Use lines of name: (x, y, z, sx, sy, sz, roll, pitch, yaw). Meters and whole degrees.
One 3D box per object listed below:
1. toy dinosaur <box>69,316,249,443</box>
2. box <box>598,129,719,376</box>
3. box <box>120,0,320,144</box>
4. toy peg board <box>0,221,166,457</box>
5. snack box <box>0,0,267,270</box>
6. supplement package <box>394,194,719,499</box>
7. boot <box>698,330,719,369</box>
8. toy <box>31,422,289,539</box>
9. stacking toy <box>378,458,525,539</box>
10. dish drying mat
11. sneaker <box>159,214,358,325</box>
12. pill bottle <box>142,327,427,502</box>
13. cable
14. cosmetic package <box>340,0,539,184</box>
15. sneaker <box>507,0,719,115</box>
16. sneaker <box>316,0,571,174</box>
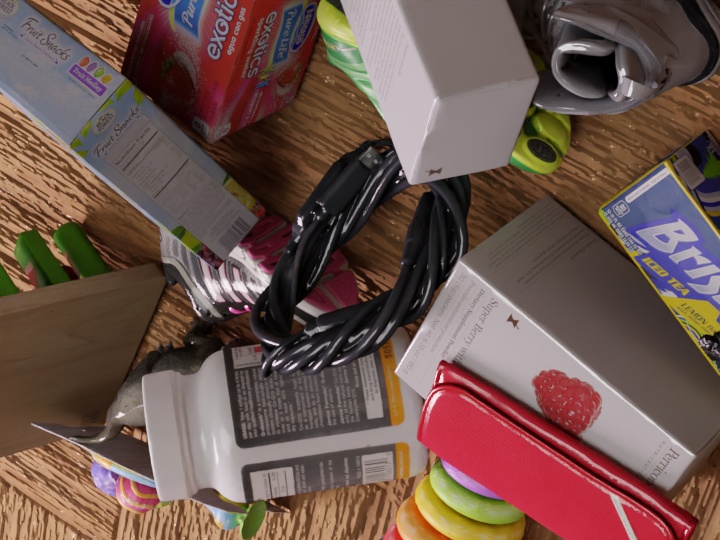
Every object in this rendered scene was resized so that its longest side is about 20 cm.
toy dinosaur: (-0.152, 0.088, 1.526, 0.199, 0.102, 0.077, -15, 98, 8)
box: (0.246, 0.014, 1.228, 0.200, 0.064, 0.070, 54, 133, 3)
box: (-0.083, -0.203, 1.341, 0.095, 0.100, 0.200, 38, 131, 20)
toy peg board: (-0.292, 0.057, 1.588, 0.098, 0.200, 0.199, 53, 136, 27)
snack box: (-0.181, -0.103, 1.389, 0.169, 0.200, 0.068, 38, 88, 37)
supplement package: (0.148, 0.070, 1.293, 0.200, 0.120, 0.121, 40, 131, 14)
boot: (0.274, 0.004, 1.148, 0.162, 0.073, 0.198, -42, 89, 7)
toy: (-0.171, 0.180, 1.593, 0.200, 0.115, 0.047, 18, 91, 25)
stacking toy: (0.088, 0.163, 1.416, 0.116, 0.110, 0.200, 29, 116, 18)
dish drying mat: (0.124, 0.137, 1.254, 0.200, 0.018, 0.077, 32, 133, 21)
sneaker: (-0.082, 0.007, 1.471, 0.200, 0.074, 0.088, 27, 127, 30)
pill bottle: (-0.056, 0.109, 1.410, 0.199, 0.116, 0.117, -8, 114, -4)
cable: (0.000, 0.000, 1.327, 0.051, 0.200, 0.163, 40, 175, -38)
cosmetic package: (0.040, -0.168, 1.211, 0.102, 0.071, 0.200, 106, 148, -61)
sneaker: (0.123, -0.163, 1.194, 0.200, 0.115, 0.075, 30, 127, 22)
sneaker: (0.059, -0.128, 1.305, 0.200, 0.074, 0.084, 35, 154, 15)
